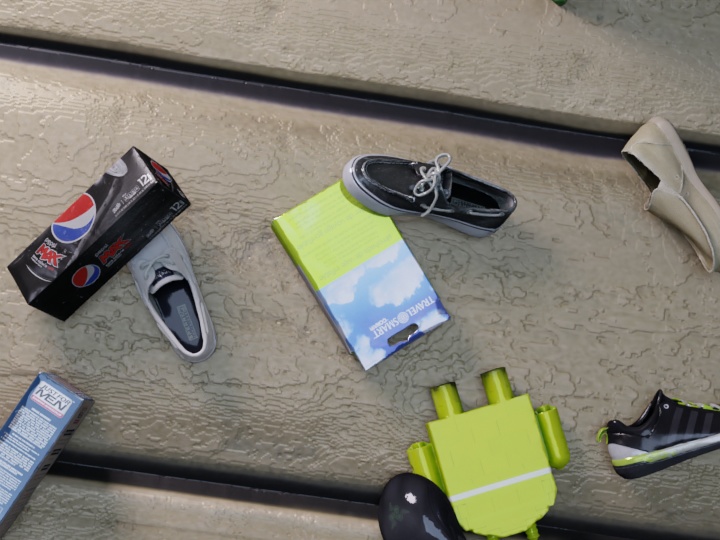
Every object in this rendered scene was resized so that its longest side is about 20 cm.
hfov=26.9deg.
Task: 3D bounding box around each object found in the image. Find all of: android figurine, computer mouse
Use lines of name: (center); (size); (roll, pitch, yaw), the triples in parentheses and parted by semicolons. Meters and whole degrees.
android figurine: (0.149, 0.217, 1.705); (0.181, 0.041, 0.201); (-17, 87, -6)
computer mouse: (0.085, 0.318, 1.664); (0.138, 0.053, 0.200); (-37, 83, 29)

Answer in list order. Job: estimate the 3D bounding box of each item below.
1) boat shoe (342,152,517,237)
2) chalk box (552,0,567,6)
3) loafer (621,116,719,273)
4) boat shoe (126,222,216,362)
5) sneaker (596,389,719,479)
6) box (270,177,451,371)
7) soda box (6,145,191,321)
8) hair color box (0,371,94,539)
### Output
boat shoe: (0.080, -0.091, 1.685); (0.199, 0.068, 0.074); (21, 60, -15)
chalk box: (0.238, -0.400, 1.679); (0.125, 0.200, 0.124); (41, 84, 0)
loafer: (0.365, -0.078, 1.733); (0.068, 0.076, 0.200); (-26, 79, -5)
boat shoe: (-0.215, 0.008, 1.678); (0.073, 0.065, 0.200); (-30, 88, -5)
sneaker: (0.368, 0.170, 1.711); (0.199, 0.072, 0.083); (-20, 86, -6)
box: (0.000, 0.000, 1.705); (0.122, 0.048, 0.200); (-31, 88, -7)
soda box: (-0.287, -0.039, 1.642); (0.200, 0.071, 0.063); (-42, 57, 8)
hair color box: (-0.374, 0.209, 1.633); (0.060, 0.100, 0.200); (34, 83, 0)
